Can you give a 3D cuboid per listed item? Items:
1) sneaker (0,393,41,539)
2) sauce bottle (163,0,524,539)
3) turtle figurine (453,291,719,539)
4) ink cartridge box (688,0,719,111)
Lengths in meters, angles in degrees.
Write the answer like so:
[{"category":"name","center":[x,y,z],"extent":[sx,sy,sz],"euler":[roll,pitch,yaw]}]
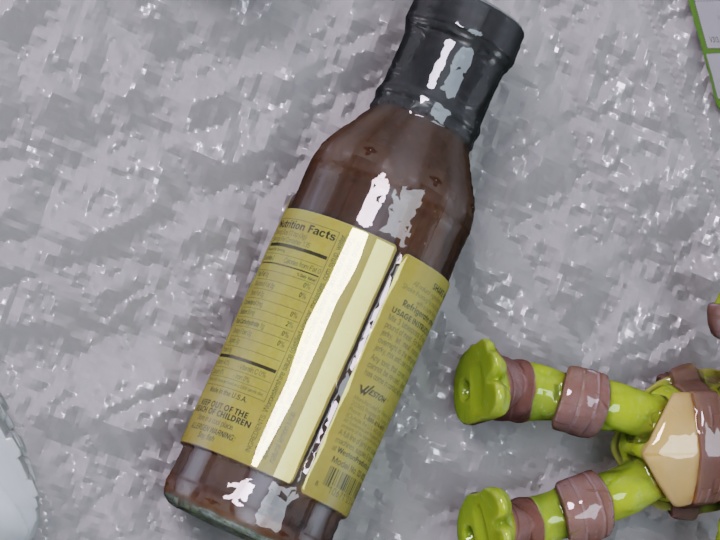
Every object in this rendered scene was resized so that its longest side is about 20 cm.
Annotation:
[{"category":"sneaker","center":[-0.175,0.016,0.940],"extent":[0.080,0.076,0.200],"euler":[-38,104,-8]},{"category":"sauce bottle","center":[0.000,0.000,1.023],"extent":[0.065,0.065,0.200],"euler":[30,80,-25]},{"category":"turtle figurine","center":[0.115,0.054,1.083],"extent":[0.161,0.064,0.200],"euler":[-1,102,-19]},{"category":"ink cartridge box","center":[0.182,-0.172,1.097],"extent":[0.148,0.076,0.200],"euler":[-23,104,-24]}]
